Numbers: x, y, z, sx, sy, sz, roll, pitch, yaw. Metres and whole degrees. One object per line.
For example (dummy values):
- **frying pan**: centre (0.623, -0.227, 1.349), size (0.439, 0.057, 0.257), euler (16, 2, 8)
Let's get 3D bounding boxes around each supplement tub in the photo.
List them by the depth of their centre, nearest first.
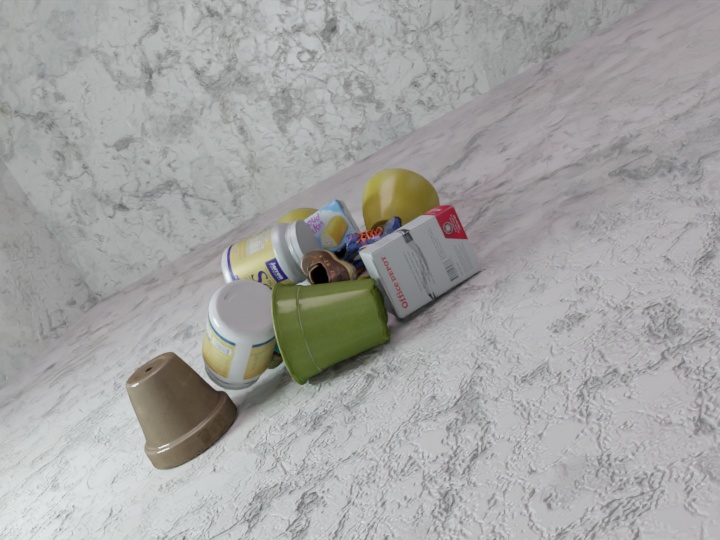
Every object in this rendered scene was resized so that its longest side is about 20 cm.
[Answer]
- **supplement tub**: centre (-0.237, 0.131, 1.527), size (0.145, 0.144, 0.201), euler (-44, -16, -41)
- **supplement tub**: centre (-0.202, -0.022, 1.775), size (0.199, 0.146, 0.146), euler (-23, 17, 19)

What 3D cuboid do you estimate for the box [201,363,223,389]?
- **box**: centre (-0.268, 0.166, 1.743), size (0.200, 0.068, 0.082), euler (-52, 0, -27)

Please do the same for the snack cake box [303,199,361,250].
- **snack cake box**: centre (-0.103, -0.069, 1.855), size (0.199, 0.116, 0.067), euler (-33, -9, 15)

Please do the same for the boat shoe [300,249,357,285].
- **boat shoe**: centre (-0.080, 0.000, 1.604), size (0.067, 0.073, 0.200), euler (-5, 15, -29)

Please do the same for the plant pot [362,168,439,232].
- **plant pot**: centre (0.087, -0.130, 1.915), size (0.199, 0.200, 0.143), euler (-21, 31, 32)

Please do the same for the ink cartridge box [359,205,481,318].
- **ink cartridge box**: centre (0.116, -0.019, 1.526), size (0.199, 0.146, 0.083), euler (-30, 14, -13)

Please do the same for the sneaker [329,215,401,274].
- **sneaker**: centre (0.006, -0.052, 1.642), size (0.199, 0.078, 0.075), euler (-38, 19, 16)

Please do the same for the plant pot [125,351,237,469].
- **plant pot**: centre (-0.372, 0.264, 1.535), size (0.199, 0.176, 0.200), euler (-28, 16, 9)

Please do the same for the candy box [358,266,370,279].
- **candy box**: centre (0.000, 0.000, 1.709), size (0.199, 0.026, 0.103), euler (-19, 33, 53)

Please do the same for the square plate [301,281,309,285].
- **square plate**: centre (-0.163, 0.016, 1.923), size (0.197, 0.202, 0.028), euler (-26, -11, 15)

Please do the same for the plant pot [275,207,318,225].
- **plant pot**: centre (-0.146, -0.043, 2.035), size (0.199, 0.201, 0.142), euler (-26, 24, 18)

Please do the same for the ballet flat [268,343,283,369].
- **ballet flat**: centre (-0.216, 0.133, 1.684), size (0.070, 0.071, 0.201), euler (-30, 51, 0)

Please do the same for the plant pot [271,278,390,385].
- **plant pot**: centre (-0.047, 0.098, 1.468), size (0.188, 0.202, 0.200), euler (-15, 18, 10)
